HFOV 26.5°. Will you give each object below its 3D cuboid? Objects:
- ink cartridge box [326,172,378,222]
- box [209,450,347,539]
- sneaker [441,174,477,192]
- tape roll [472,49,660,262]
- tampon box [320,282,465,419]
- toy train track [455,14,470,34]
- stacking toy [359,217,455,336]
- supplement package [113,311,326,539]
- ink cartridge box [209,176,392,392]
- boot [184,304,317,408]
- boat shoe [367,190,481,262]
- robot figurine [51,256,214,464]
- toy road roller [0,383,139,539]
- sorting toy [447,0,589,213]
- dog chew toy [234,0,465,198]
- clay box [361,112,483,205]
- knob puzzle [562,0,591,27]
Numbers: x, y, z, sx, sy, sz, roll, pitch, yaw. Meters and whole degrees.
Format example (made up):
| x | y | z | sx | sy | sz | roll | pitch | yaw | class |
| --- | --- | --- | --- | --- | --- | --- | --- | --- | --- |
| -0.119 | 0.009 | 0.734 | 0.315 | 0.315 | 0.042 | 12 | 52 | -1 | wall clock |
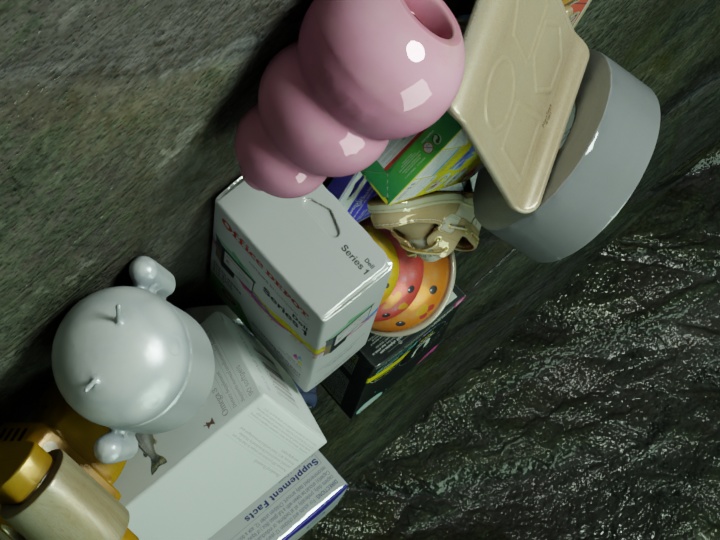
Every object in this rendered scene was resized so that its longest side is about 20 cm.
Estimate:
| x | y | z | sx | sy | sz | roll | pitch | yaw | class |
| --- | --- | --- | --- | --- | --- | --- | --- | --- | --- |
| 0.034 | -0.121 | 1.466 | 0.200 | 0.043 | 0.198 | -32 | 163 | -46 | ink cartridge box |
| -0.150 | 0.238 | 1.731 | 0.184 | 0.200 | 0.105 | -38 | 168 | -22 | box |
| 0.136 | -0.131 | 1.636 | 0.200 | 0.079 | 0.079 | -41 | 137 | -21 | sneaker |
| 0.195 | -0.111 | 1.469 | 0.200 | 0.066 | 0.201 | -46 | -155 | 28 | tape roll |
| 0.016 | 0.063 | 1.842 | 0.150 | 0.126 | 0.200 | -38 | 167 | -20 | tampon box |
| 0.127 | -0.217 | 1.384 | 0.200 | 0.032 | 0.115 | -19 | 132 | -53 | toy train track |
| 0.000 | 0.000 | 1.551 | 0.146 | 0.146 | 0.200 | -47 | 164 | 19 | stacking toy |
| -0.155 | 0.158 | 1.405 | 0.200 | 0.117 | 0.117 | -40 | 140 | 7 | supplement package |
| -0.058 | 0.003 | 1.352 | 0.084 | 0.145 | 0.200 | -38 | 167 | -19 | ink cartridge box |
| -0.100 | 0.087 | 1.512 | 0.072 | 0.091 | 0.200 | -6 | 168 | 34 | boot |
| 0.071 | -0.043 | 1.504 | 0.073 | 0.070 | 0.200 | 0 | -178 | 31 | boat shoe |
| -0.186 | 0.076 | 1.261 | 0.200 | 0.112 | 0.171 | 58 | 39 | -78 | robot figurine |
| -0.251 | 0.170 | 1.282 | 0.199 | 0.123 | 0.146 | -8 | -140 | 55 | toy road roller |
| 0.134 | -0.172 | 1.335 | 0.200 | 0.036 | 0.186 | 45 | 61 | -55 | sorting toy |
| -0.018 | -0.127 | 1.118 | 0.200 | 0.125 | 0.124 | -40 | 171 | 30 | dog chew toy |
| 0.092 | -0.126 | 1.420 | 0.115 | 0.048 | 0.200 | -45 | 169 | 28 | clay box |
| 0.191 | -0.242 | 1.592 | 0.219 | 0.030 | 0.220 | -41 | 168 | -11 | knob puzzle |
